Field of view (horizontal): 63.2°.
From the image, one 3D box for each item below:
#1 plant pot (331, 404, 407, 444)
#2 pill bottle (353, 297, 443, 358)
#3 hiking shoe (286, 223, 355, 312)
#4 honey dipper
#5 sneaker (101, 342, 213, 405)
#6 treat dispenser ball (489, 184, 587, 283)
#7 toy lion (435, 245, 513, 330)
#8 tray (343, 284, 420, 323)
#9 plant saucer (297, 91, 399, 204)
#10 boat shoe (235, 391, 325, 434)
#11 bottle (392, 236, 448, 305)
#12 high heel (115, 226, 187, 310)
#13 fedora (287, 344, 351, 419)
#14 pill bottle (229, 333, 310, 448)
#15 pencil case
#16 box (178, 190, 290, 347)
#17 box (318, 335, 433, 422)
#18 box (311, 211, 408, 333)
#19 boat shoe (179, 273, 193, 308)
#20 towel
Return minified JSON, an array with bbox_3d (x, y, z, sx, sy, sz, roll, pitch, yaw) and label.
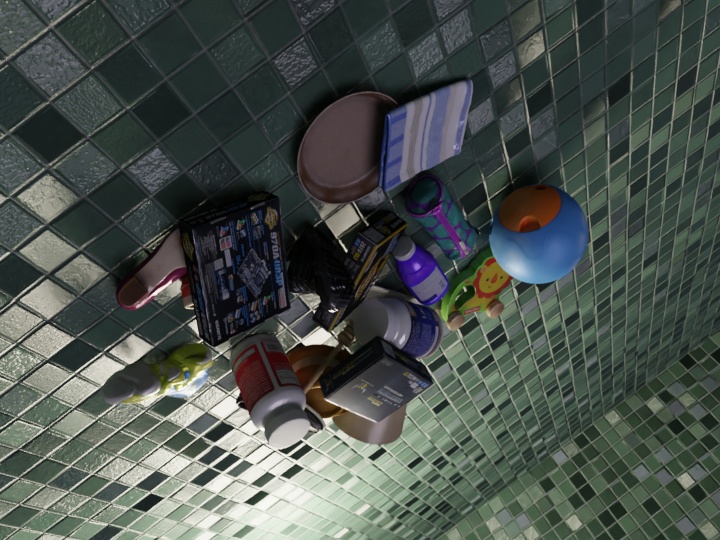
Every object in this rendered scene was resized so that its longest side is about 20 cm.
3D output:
[{"bbox_3d":[0.040,0.258,1.356,0.184,0.187,0.204,1,116,-37],"label":"plant pot"},{"bbox_3d":[0.080,0.121,1.226,0.198,0.116,0.116,15,121,-50],"label":"pill bottle"},{"bbox_3d":[-0.075,0.015,0.975,0.075,0.202,0.101,32,111,-34],"label":"hiking shoe"},{"bbox_3d":[-0.069,0.186,1.193,0.201,0.038,0.038,-49,148,-22],"label":"honey dipper"},{"bbox_3d":[-0.359,0.210,1.062,0.196,0.076,0.107,-18,140,-23],"label":"sneaker"},{"bbox_3d":[0.368,-0.076,1.216,0.197,0.202,0.204,-20,140,-18],"label":"treat dispenser ball"},{"bbox_3d":[0.285,0.031,1.386,0.196,0.069,0.195,-14,130,-26],"label":"toy lion"},{"bbox_3d":[0.053,0.083,1.288,0.198,0.022,0.108,17,117,-46],"label":"tray"},{"bbox_3d":[-0.016,-0.197,0.938,0.196,0.032,0.203,-21,139,-19],"label":"plant saucer"},{"bbox_3d":[-0.167,0.292,1.194,0.066,0.196,0.075,-53,168,-44],"label":"boat shoe"},{"bbox_3d":[0.121,0.000,1.217,0.083,0.066,0.200,-40,142,3],"label":"bottle"},{"bbox_3d":[-0.297,-0.016,0.916,0.199,0.096,0.068,-38,102,-18],"label":"high heel"},{"bbox_3d":[-0.087,0.254,1.243,0.195,0.082,0.206,0,113,-1],"label":"fedora"},{"bbox_3d":[-0.171,0.230,1.123,0.110,0.201,0.114,-19,140,-17],"label":"pill bottle"},{"bbox_3d":[0.158,-0.097,1.125,0.085,0.093,0.199,-41,141,8],"label":"pencil case"},{"bbox_3d":[-0.189,-0.003,0.913,0.157,0.045,0.205,-27,126,-38],"label":"box"},{"bbox_3d":[0.035,0.225,1.179,0.157,0.052,0.199,-37,137,15],"label":"box"},{"bbox_3d":[0.000,0.000,1.079,0.202,0.049,0.160,-61,171,28],"label":"box"},{"bbox_3d":[-0.210,0.037,0.993,0.197,0.064,0.071,7,149,-40],"label":"boat shoe"},{"bbox_3d":[0.110,-0.226,0.976,0.198,0.024,0.149,-30,143,-30],"label":"towel"}]
